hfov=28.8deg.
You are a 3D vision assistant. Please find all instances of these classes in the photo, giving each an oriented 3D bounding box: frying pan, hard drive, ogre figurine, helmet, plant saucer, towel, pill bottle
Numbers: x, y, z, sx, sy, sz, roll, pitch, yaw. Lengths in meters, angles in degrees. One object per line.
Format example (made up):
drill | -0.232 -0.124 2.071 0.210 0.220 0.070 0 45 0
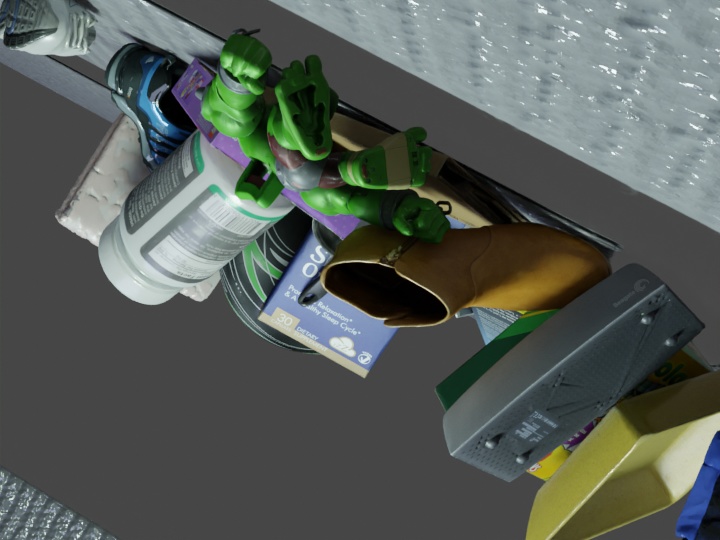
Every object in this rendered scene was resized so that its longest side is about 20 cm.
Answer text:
frying pan | 0.010 -0.013 1.238 0.114 0.031 0.190 15 148 0
hard drive | 0.159 0.078 1.063 0.042 0.200 0.135 56 -167 30
ogre figurine | -0.038 -0.087 0.962 0.199 0.099 0.120 17 172 -34
helmet | -0.054 -0.018 1.432 0.190 0.201 0.200 18 176 4
plant saucer | 0.241 0.153 1.182 0.199 0.200 0.049 -12 -122 -37
towel | -0.189 -0.088 1.447 0.200 0.192 0.032 32 178 -38
pill bottle | -0.155 -0.055 1.319 0.113 0.113 0.200 30 133 -29

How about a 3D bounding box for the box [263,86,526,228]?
box | 0.027 -0.083 1.114 0.200 0.021 0.163 27 177 36

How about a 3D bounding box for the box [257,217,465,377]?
box | 0.000 0.000 1.300 0.121 0.200 0.032 29 -147 -7

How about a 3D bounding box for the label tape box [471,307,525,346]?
label tape box | 0.172 0.038 1.290 0.144 0.063 0.200 27 159 31

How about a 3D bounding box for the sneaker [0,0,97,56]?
sneaker | -0.272 -0.225 1.245 0.087 0.075 0.200 17 -172 -20

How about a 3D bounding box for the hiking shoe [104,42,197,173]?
hiking shoe | -0.171 -0.129 1.353 0.086 0.075 0.200 18 154 39

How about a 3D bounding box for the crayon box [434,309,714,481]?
crayon box | 0.189 0.098 1.194 0.200 0.172 0.058 31 -155 -47

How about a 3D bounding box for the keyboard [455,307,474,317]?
keyboard | 0.112 0.014 1.378 0.011 0.057 0.200 -4 180 16

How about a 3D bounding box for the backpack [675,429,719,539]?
backpack | 0.362 0.185 1.029 0.162 0.169 0.200 5 -162 -44

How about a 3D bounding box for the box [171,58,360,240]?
box | -0.078 -0.104 1.155 0.137 0.039 0.200 35 -174 -24

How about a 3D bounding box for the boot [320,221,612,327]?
boot | 0.078 0.010 1.002 0.200 0.071 0.144 10 -161 8
